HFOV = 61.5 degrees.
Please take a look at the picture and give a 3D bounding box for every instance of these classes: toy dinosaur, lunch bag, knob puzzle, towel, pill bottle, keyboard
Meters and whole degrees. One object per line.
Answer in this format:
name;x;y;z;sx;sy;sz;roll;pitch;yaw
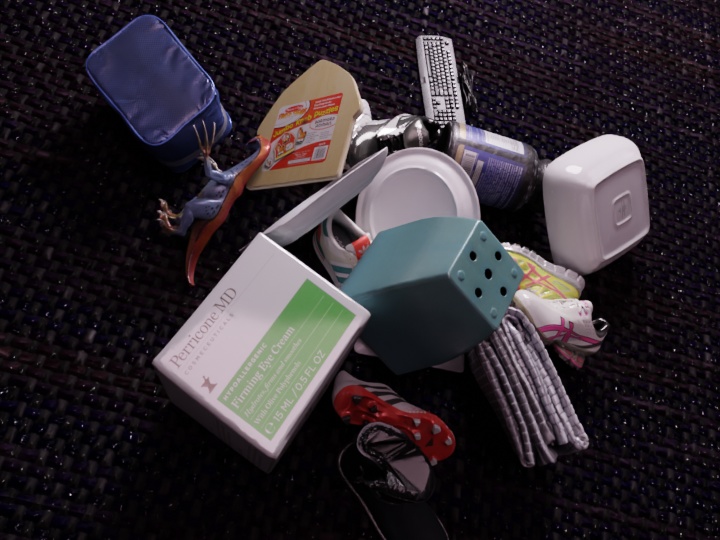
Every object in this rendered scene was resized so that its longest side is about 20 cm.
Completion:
toy dinosaur;-0.198;-0.111;0.864;0.178;0.105;0.204;-21;107;-4
lunch bag;-0.293;-0.256;0.889;0.135;0.132;0.201;-38;81;-8
knob puzzle;-0.071;-0.209;0.867;0.030;0.216;0.225;33;55;-47
towel;0.210;0.163;0.819;0.084;0.166;0.204;-22;75;-2
pill bottle;0.218;-0.162;0.985;0.195;0.112;0.114;16;65;-7
keyboard;0.159;-0.346;1.086;0.101;0.040;0.205;-1;69;-13

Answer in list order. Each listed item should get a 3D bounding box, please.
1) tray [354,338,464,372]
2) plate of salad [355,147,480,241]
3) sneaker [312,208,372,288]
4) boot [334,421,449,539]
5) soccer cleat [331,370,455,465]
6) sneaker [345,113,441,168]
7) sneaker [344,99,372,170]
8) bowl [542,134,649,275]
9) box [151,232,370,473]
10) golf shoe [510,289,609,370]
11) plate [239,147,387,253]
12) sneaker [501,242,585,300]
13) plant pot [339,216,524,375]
tray;0.081;0.077;0.862;0.196;0.022;0.110;15;72;-30
plate of salad;0.085;-0.079;0.904;0.196;0.048;0.206;2;95;25
sneaker;0.000;-0.001;0.876;0.070;0.094;0.202;-29;77;-22
boot;0.053;0.280;0.734;0.076;0.169;0.201;-39;82;-24
soccer cleat;0.046;0.197;0.824;0.197;0.085;0.069;28;105;-19
sneaker;0.059;-0.206;0.945;0.199;0.089;0.068;-30;118;-43
sneaker;-0.050;-0.199;0.956;0.197;0.078;0.101;-27;80;-21
bowl;0.389;-0.100;0.968;0.197;0.074;0.204;-26;114;-25
box;-0.119;0.108;0.744;0.170;0.201;0.200;34;65;4
golf shoe;0.288;0.067;0.880;0.198;0.093;0.073;31;16;-36
plate;-0.065;-0.086;0.846;0.199;0.199;0.033;-39;100;-25
sneaker;0.254;0.024;0.940;0.196;0.078;0.092;20;71;-3
plant pot;0.090;0.022;0.746;0.141;0.199;0.142;45;59;-15
